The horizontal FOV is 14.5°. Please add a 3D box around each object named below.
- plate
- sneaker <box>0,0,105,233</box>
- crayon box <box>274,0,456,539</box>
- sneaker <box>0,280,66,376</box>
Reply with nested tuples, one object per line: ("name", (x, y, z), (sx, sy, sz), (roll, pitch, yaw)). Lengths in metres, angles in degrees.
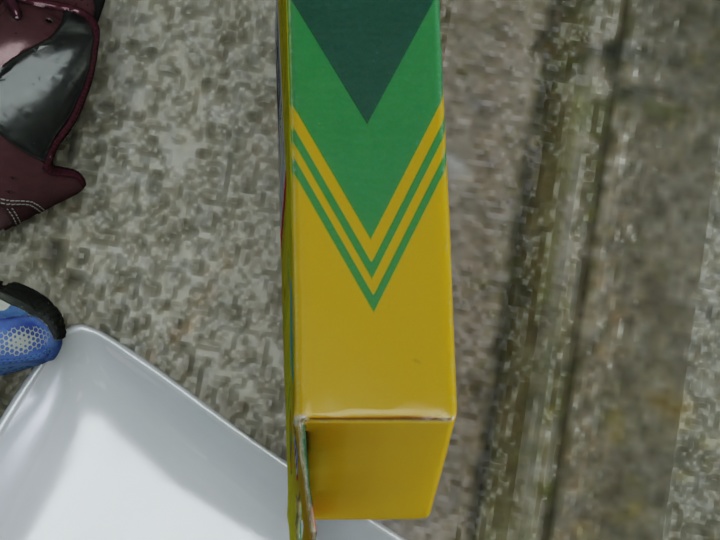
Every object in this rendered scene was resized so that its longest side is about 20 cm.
("plate", (-0.070, 0.152, 0.955), (0.199, 0.032, 0.200), (33, 85, 7))
("sneaker", (-0.152, -0.103, 0.983), (0.115, 0.076, 0.201), (-21, 92, -4))
("crayon box", (0.000, 0.000, 0.906), (0.051, 0.127, 0.201), (-1, 73, -3))
("sneaker", (-0.184, 0.066, 0.960), (0.200, 0.079, 0.089), (-27, 87, 9))
